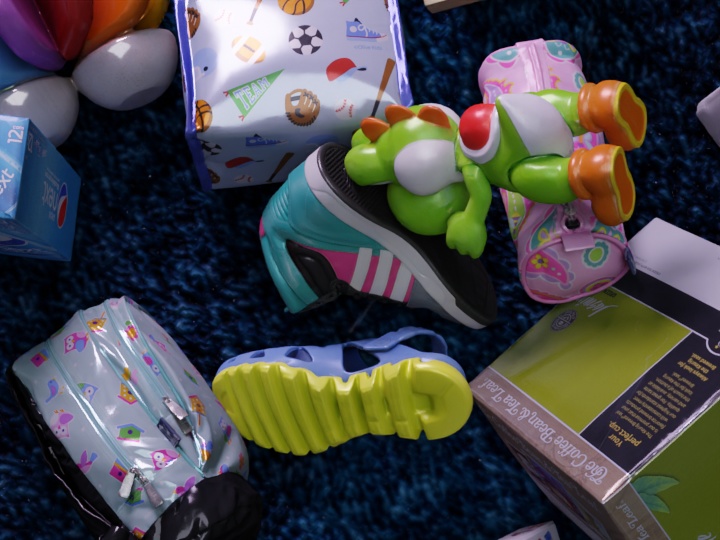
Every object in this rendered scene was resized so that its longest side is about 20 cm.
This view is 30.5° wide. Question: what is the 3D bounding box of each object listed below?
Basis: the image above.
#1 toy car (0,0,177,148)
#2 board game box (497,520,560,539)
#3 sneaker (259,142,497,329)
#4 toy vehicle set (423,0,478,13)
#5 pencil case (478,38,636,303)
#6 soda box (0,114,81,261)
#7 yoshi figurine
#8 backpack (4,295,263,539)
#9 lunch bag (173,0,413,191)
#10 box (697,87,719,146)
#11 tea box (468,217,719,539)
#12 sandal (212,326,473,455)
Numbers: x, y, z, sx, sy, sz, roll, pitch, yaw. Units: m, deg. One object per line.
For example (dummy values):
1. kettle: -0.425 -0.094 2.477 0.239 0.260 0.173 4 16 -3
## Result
1. toy car: -0.238 -0.191 0.961 0.200 0.150 0.175 -27 85 -5
2. board game box: 0.096 0.258 0.906 0.035 0.200 0.127 -21 82 33
3. sneaker: 0.000 0.000 0.984 0.121 0.084 0.200 -32 124 32
4. toy vehicle set: 0.090 -0.306 0.984 0.124 0.027 0.201 -11 86 16
5. pencil case: 0.139 -0.075 0.957 0.087 0.088 0.200 -4 55 -2
6. soda box: -0.245 -0.055 0.919 0.064 0.200 0.068 6 83 -1
7. yoshi figurine: 0.090 -0.068 0.892 0.199 0.112 0.112 0 104 28
8. backpack: -0.157 0.121 0.935 0.126 0.167 0.200 -35 74 -12
9. lunch bag: -0.053 -0.178 0.985 0.169 0.124 0.201 -5 69 -3
10. box: 0.387 -0.110 0.940 0.171 0.199 0.200 -36 86 -6
11. tea box: 0.213 0.094 0.901 0.197 0.200 0.134 -39 116 -5
12. sandal: -0.011 0.084 0.978 0.199 0.087 0.080 -1 117 14
